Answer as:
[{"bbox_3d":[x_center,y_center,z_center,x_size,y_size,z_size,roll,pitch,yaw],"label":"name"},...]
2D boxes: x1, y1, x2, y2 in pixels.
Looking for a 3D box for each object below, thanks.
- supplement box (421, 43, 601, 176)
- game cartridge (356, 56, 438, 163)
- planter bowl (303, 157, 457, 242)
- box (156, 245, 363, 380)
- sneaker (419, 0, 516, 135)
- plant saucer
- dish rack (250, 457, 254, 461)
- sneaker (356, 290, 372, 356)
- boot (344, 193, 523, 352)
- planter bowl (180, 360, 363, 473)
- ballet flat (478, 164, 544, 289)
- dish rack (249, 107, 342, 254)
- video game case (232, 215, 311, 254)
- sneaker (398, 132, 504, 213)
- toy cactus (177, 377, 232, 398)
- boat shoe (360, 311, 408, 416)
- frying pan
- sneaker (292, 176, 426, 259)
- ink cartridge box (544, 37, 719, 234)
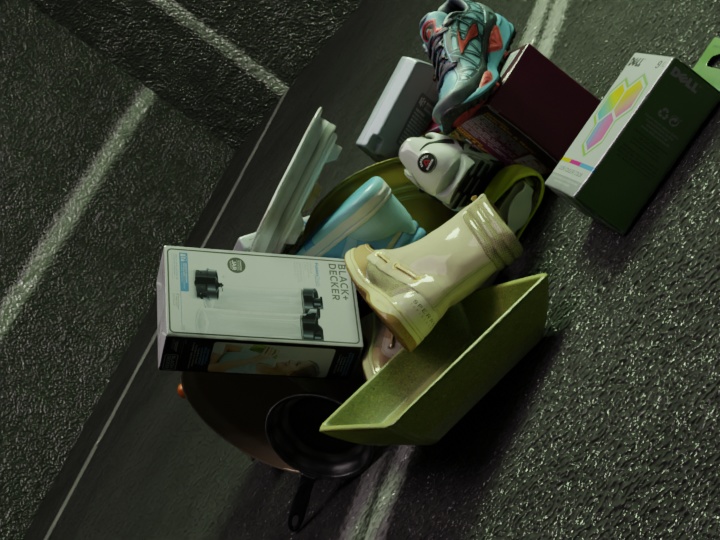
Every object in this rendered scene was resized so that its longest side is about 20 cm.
[{"bbox_3d":[0.160,-0.160,1.573,0.086,0.110,0.200,-56,13,-14],"label":"supplement box"},{"bbox_3d":[0.083,-0.157,1.687,0.040,0.200,0.134,27,84,41],"label":"game cartridge"},{"bbox_3d":[0.042,-0.033,1.656,0.201,0.199,0.084,-47,52,32],"label":"planter bowl"},{"bbox_3d":[-0.103,0.043,1.467,0.060,0.198,0.117,112,159,-48],"label":"box"},{"bbox_3d":[0.091,-0.215,1.493,0.079,0.095,0.201,-44,15,35],"label":"sneaker"},{"bbox_3d":[0.074,0.093,1.308,0.200,0.048,0.200,-42,8,-19],"label":"plant saucer"},{"bbox_3d":[-0.105,0.123,1.805,0.153,0.054,0.202,-131,47,-77],"label":"dish rack"},{"bbox_3d":[-0.013,0.052,1.796,0.112,0.073,0.201,-46,23,22],"label":"sneaker"},{"bbox_3d":[0.070,-0.014,1.418,0.155,0.073,0.200,-39,20,1],"label":"boot"},{"bbox_3d":[-0.078,0.106,1.586,0.200,0.200,0.135,-38,19,53],"label":"planter bowl"},{"bbox_3d":[0.125,-0.023,1.473,0.201,0.067,0.067,-57,23,-13],"label":"ballet flat"},{"bbox_3d":[-0.075,-0.070,1.604,0.173,0.043,0.200,-66,4,-22],"label":"dish rack"},{"bbox_3d":[-0.094,-0.006,1.807,0.181,0.022,0.200,-19,-22,-30],"label":"video game case"},{"bbox_3d":[0.090,-0.106,1.500,0.074,0.088,0.200,-57,-15,3],"label":"sneaker"},{"bbox_3d":[-0.179,0.094,1.740,0.200,0.101,0.166,103,153,-67],"label":"toy cactus"},{"bbox_3d":[0.043,0.090,1.459,0.064,0.071,0.201,-31,30,10],"label":"boat shoe"},{"bbox_3d":[-0.034,0.196,1.500,0.031,0.114,0.191,-66,-28,-50],"label":"frying pan"},{"bbox_3d":[0.000,0.000,1.570,0.200,0.130,0.080,-40,10,46],"label":"sneaker"},{"bbox_3d":[0.252,-0.135,1.281,0.201,0.059,0.104,-55,12,4],"label":"ink cartridge box"}]
